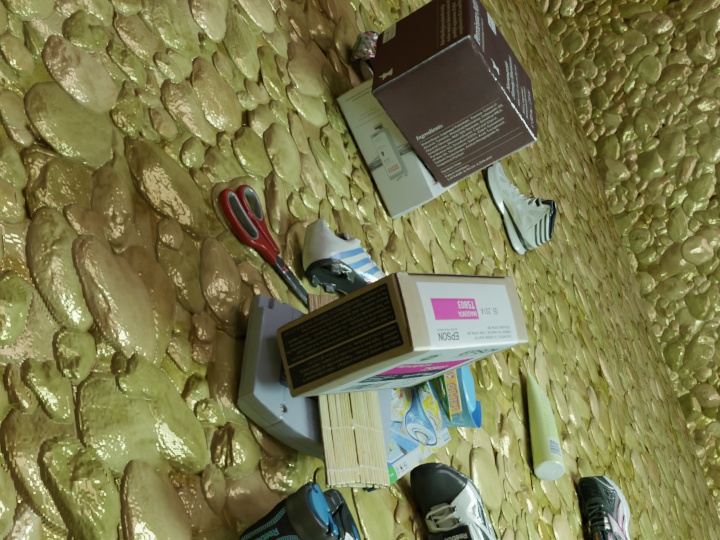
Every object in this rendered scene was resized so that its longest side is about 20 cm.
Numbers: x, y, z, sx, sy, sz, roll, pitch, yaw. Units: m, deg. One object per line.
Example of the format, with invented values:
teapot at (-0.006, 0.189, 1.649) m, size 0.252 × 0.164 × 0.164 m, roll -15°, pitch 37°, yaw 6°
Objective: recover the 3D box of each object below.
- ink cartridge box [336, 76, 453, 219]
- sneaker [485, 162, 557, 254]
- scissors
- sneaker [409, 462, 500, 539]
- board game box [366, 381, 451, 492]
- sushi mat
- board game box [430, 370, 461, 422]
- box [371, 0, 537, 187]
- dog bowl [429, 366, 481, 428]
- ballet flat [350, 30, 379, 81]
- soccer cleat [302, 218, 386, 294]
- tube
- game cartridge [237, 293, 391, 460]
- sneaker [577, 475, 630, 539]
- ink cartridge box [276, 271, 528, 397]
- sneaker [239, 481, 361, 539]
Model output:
ink cartridge box at (0.061, -0.197, 1.394) m, size 0.202 × 0.082 × 0.146 m, roll 65°, pitch 25°, yaw -4°
sneaker at (0.341, -0.146, 1.863) m, size 0.075 × 0.114 × 0.203 m, roll -14°, pitch 82°, yaw -64°
scissors at (-0.096, -0.008, 1.014) m, size 0.202 × 0.014 × 0.073 m, roll 62°, pitch 23°, yaw -14°
sneaker at (0.121, 0.322, 1.092) m, size 0.201 × 0.073 × 0.089 m, roll 57°, pitch 25°, yaw -20°
board game box at (0.039, 0.172, 1.100) m, size 0.199 × 0.034 × 0.137 m, roll -13°, pitch 80°, yaw -64°
sushi mat at (-0.013, 0.123, 0.935) m, size 0.095 × 0.012 × 0.203 m, roll 16°, pitch 58°, yaw -44°
board game box at (0.091, 0.097, 1.164) m, size 0.201 × 0.030 × 0.097 m, roll -107°, pitch -176°, yaw -57°
box at (0.138, -0.267, 1.315) m, size 0.200 × 0.163 × 0.167 m, roll 47°, pitch 31°, yaw -33°
dog bowl at (0.129, 0.130, 1.275) m, size 0.112 × 0.049 × 0.202 m, roll 59°, pitch 24°, yaw -48°
ballet flat at (0.048, -0.304, 1.496) m, size 0.200 × 0.075 × 0.064 m, roll 48°, pitch 62°, yaw -27°
soccer cleat at (0.000, 0.000, 1.126) m, size 0.199 × 0.069 × 0.088 m, roll 35°, pitch 40°, yaw -48°
tube at (0.314, 0.267, 1.556) m, size 0.202 × 0.051 × 0.059 m, roll -86°, pitch -175°, yaw -49°
game cartridge at (-0.043, 0.123, 0.937) m, size 0.199 × 0.041 × 0.135 m, roll 33°, pitch 44°, yaw -36°
sneaker at (0.436, 0.461, 1.599) m, size 0.086 × 0.080 × 0.203 m, roll 3°, pitch 60°, yaw -50°
ink cartridge box at (0.044, 0.064, 0.891) m, size 0.198 × 0.164 × 0.076 m, roll 3°, pitch 68°, yaw -48°
sneaker at (-0.049, 0.246, 0.836) m, size 0.074 × 0.081 × 0.200 m, roll 63°, pitch 1°, yaw 30°
